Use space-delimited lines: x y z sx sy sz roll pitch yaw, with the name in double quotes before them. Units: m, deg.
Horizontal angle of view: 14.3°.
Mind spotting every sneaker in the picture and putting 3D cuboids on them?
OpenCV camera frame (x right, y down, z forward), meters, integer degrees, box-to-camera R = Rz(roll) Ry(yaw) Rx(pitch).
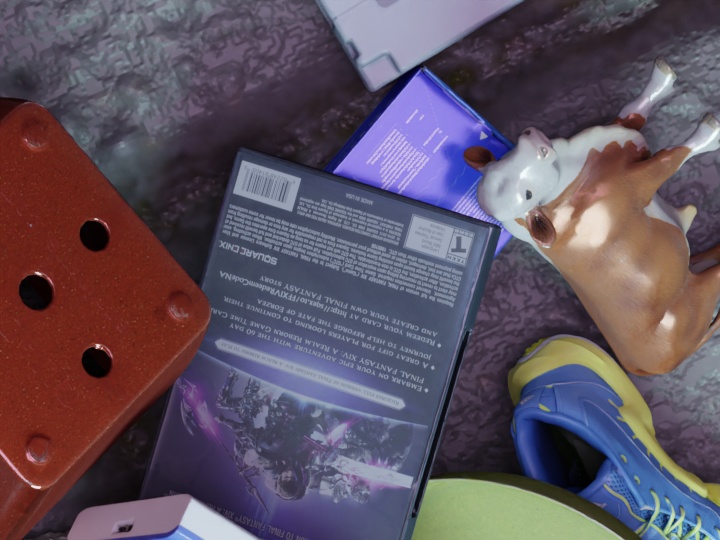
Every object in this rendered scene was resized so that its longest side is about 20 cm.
"sneaker" 0.139 0.130 1.471 0.076 0.105 0.200 -41 92 25

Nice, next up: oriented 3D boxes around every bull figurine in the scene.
"bull figurine" 0.135 -0.029 1.450 0.121 0.065 0.200 -38 133 -2

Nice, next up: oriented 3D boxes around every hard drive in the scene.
"hard drive" -0.037 0.173 1.416 0.200 0.132 0.025 34 68 -21

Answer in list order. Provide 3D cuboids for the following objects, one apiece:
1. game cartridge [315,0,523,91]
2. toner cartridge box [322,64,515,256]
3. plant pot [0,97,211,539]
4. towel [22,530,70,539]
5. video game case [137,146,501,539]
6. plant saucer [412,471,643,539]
"game cartridge" 0.011 -0.209 1.455 0.133 0.042 0.201 -31 93 -7
"toner cartridge box" 0.000 0.000 1.478 0.095 0.043 0.200 41 90 -9
"plant pot" -0.187 0.032 1.353 0.200 0.176 0.200 50 55 -9
"towel" -0.146 0.199 1.487 0.199 0.034 0.134 -6 95 -7
"video game case" -0.024 0.054 1.419 0.142 0.019 0.201 18 95 21
"plant saucer" 0.087 0.170 1.458 0.200 0.200 0.031 41 48 -9
